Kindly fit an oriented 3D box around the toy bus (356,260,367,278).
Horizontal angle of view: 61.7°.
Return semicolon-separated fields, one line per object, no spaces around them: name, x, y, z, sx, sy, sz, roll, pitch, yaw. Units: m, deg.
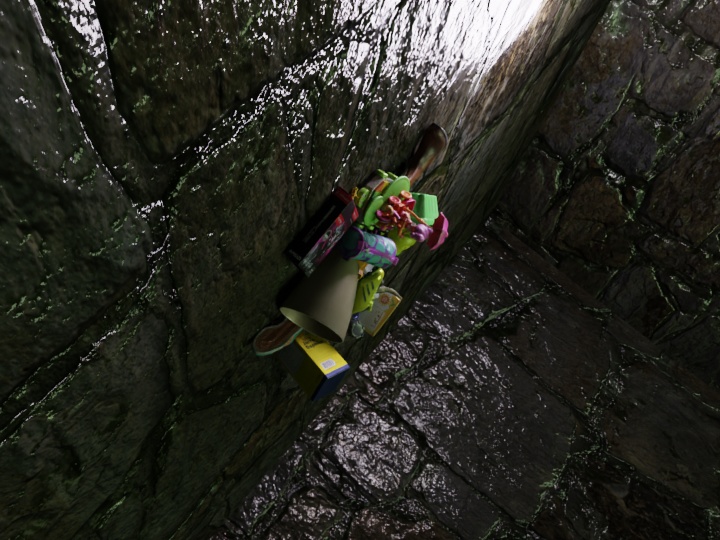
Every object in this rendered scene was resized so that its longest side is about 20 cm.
toy bus;-0.055;0.024;1.706;0.200;0.065;0.079;-46;-164;15

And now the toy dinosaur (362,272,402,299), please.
toy dinosaur;0.029;0.049;1.760;0.089;0.195;0.048;96;-8;-45

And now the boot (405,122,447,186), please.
boot;0.149;-0.290;1.655;0.201;0.068;0.188;-52;-179;-20

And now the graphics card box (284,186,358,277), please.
graphics card box;-0.087;-0.087;1.409;0.201;0.051;0.126;-50;168;-7

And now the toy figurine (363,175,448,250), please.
toy figurine;0.133;-0.124;1.532;0.199;0.183;0.152;-28;145;-48

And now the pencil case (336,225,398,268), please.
pencil case;0.019;-0.058;1.571;0.199;0.092;0.086;12;104;-59

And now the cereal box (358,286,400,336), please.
cereal box;0.008;0.086;1.878;0.145;0.199;0.040;-51;172;3

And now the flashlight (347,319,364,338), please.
flashlight;-0.063;0.167;1.880;0.067;0.198;0.069;-9;105;-39

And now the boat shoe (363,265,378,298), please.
boat shoe;0.000;0.000;1.796;0.071;0.062;0.203;-63;142;-57

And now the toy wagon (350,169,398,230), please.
toy wagon;0.031;-0.179;1.544;0.157;0.039;0.199;-64;159;14

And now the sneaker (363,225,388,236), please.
sneaker;0.032;-0.116;1.666;0.200;0.087;0.074;-48;167;-18

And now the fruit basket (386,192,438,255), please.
fruit basket;0.157;-0.140;1.881;0.215;0.152;0.220;9;90;-71

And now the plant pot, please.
plant pot;-0.084;0.056;1.577;0.202;0.185;0.188;-63;171;-17

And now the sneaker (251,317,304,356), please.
sneaker;-0.221;0.184;1.627;0.199;0.071;0.080;-32;162;-46

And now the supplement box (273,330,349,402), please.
supplement box;-0.147;0.266;1.792;0.109;0.200;0.110;-16;145;-51

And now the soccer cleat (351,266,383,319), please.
soccer cleat;0.017;0.064;1.643;0.065;0.084;0.200;-36;173;-47
